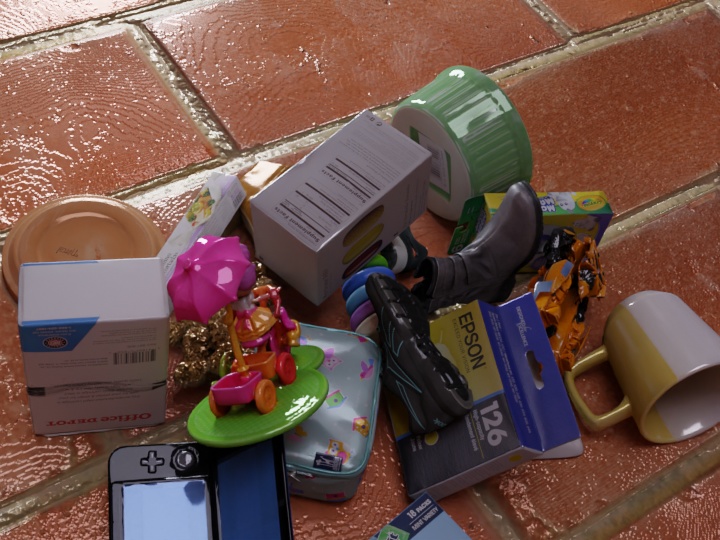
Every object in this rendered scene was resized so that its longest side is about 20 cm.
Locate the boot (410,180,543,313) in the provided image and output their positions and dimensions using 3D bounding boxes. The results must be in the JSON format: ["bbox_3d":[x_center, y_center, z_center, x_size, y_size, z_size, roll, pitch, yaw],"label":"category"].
[{"bbox_3d":[0.140,-0.018,1.267,0.131,0.200,0.070,-9,46,-24],"label":"boot"}]

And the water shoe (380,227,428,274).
[{"bbox_3d":[0.016,-0.071,1.378,0.079,0.072,0.200,2,48,-44],"label":"water shoe"}]

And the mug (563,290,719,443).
[{"bbox_3d":[0.358,0.107,1.258,0.186,0.150,0.153,-2,44,-25],"label":"mug"}]

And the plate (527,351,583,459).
[{"bbox_3d":[0.159,0.137,1.255,0.199,0.032,0.200,-1,53,-14],"label":"plate"}]

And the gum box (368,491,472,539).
[{"bbox_3d":[0.075,0.354,1.055,0.170,0.045,0.200,-32,64,-31],"label":"gum box"}]

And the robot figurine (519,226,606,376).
[{"bbox_3d":[0.258,0.034,1.285,0.058,0.145,0.200,-2,33,32],"label":"robot figurine"}]

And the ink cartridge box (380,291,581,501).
[{"bbox_3d":[0.125,0.137,1.165,0.200,0.047,0.198,-30,50,21],"label":"ink cartridge box"}]

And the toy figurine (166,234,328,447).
[{"bbox_3d":[-0.118,0.047,1.037,0.150,0.185,0.200,-7,21,24],"label":"toy figurine"}]

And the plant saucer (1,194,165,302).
[{"bbox_3d":[-0.337,-0.018,1.265,0.200,0.032,0.201,6,51,-7],"label":"plant saucer"}]

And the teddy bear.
[{"bbox_3d":[-0.166,0.051,1.200,0.067,0.145,0.200,46,48,-31],"label":"teddy bear"}]

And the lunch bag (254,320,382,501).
[{"bbox_3d":[-0.062,0.156,1.159,0.160,0.077,0.200,13,50,-3],"label":"lunch bag"}]

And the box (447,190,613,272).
[{"bbox_3d":[0.221,-0.050,1.363,0.199,0.118,0.048,-1,49,-13],"label":"box"}]

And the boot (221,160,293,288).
[{"bbox_3d":[-0.092,-0.067,1.332,0.201,0.071,0.144,31,56,19],"label":"boot"}]

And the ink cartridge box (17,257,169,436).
[{"bbox_3d":[-0.280,0.083,1.089,0.144,0.200,0.084,-3,50,-15],"label":"ink cartridge box"}]

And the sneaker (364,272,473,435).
[{"bbox_3d":[0.046,0.092,1.156,0.075,0.079,0.200,13,42,-52],"label":"sneaker"}]

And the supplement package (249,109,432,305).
[{"bbox_3d":[-0.022,-0.076,1.225,0.109,0.114,0.200,37,62,23],"label":"supplement package"}]

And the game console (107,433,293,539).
[{"bbox_3d":[-0.161,0.250,1.017,0.170,0.118,0.201,-1,61,-14],"label":"game console"}]

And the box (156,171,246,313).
[{"bbox_3d":[-0.207,-0.035,1.260,0.039,0.041,0.200,13,60,27],"label":"box"}]

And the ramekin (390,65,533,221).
[{"bbox_3d":[0.129,-0.165,1.387,0.098,0.200,0.200,-31,64,-23],"label":"ramekin"}]

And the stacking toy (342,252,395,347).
[{"bbox_3d":[0.000,0.000,1.285,0.085,0.085,0.200,-12,59,-21],"label":"stacking toy"}]
